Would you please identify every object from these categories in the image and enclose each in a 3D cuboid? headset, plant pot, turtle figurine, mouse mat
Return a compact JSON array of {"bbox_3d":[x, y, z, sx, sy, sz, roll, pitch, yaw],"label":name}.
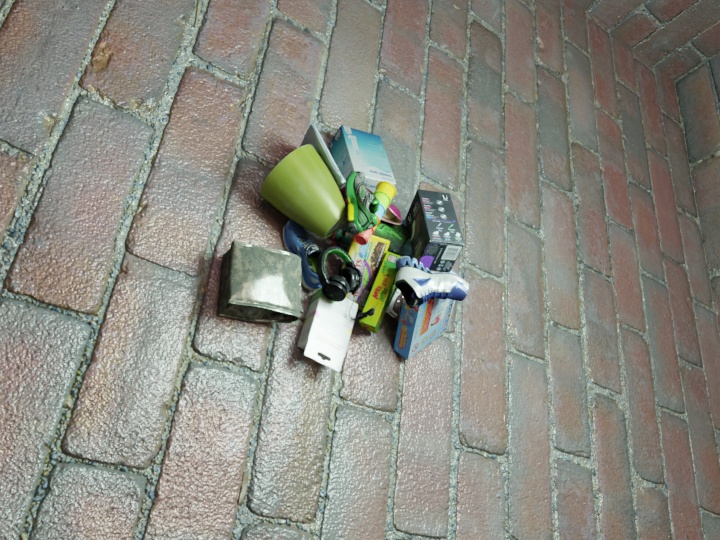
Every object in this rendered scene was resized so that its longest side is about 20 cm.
[{"bbox_3d":[-0.034,0.033,1.540,0.123,0.093,0.202,-30,97,-48],"label":"headset"},{"bbox_3d":[-0.127,-0.187,1.572,0.200,0.187,0.187,48,50,5],"label":"plant pot"},{"bbox_3d":[-0.010,-0.095,1.696,0.198,0.102,0.150,24,26,-9],"label":"turtle figurine"},{"bbox_3d":[0.048,-0.137,1.704,0.199,0.008,0.161,35,33,3],"label":"mouse mat"}]

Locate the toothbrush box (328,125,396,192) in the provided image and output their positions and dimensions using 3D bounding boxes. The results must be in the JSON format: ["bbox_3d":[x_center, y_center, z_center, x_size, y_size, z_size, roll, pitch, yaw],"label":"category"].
[{"bbox_3d":[0.004,-0.316,1.782,0.145,0.085,0.202,7,51,-33],"label":"toothbrush box"}]

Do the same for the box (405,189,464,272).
[{"bbox_3d":[0.204,-0.111,1.683,0.104,0.123,0.202,5,49,-16],"label":"box"}]

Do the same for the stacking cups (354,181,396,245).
[{"bbox_3d":[0.031,-0.152,1.604,0.060,0.060,0.201,39,54,-14],"label":"stacking cups"}]

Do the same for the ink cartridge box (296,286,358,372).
[{"bbox_3d":[-0.088,0.158,1.547,0.116,0.067,0.202,30,55,-21],"label":"ink cartridge box"}]

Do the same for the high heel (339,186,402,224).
[{"bbox_3d":[0.029,-0.176,1.672,0.198,0.068,0.096,20,22,-42],"label":"high heel"}]

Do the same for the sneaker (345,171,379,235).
[{"bbox_3d":[0.009,-0.177,1.558,0.078,0.084,0.202,68,14,-53],"label":"sneaker"}]

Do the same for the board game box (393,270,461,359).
[{"bbox_3d":[0.187,0.119,1.681,0.056,0.202,0.195,32,42,30],"label":"board game box"}]

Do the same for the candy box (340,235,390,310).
[{"bbox_3d":[0.000,0.000,1.622,0.101,0.026,0.203,18,98,-11],"label":"candy box"}]

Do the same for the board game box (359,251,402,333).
[{"bbox_3d":[0.057,0.061,1.627,0.047,0.102,0.202,20,77,10],"label":"board game box"}]

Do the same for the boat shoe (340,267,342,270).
[{"bbox_3d":[0.038,-0.002,1.708,0.198,0.065,0.075,-13,77,-38],"label":"boat shoe"}]

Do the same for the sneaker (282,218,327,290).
[{"bbox_3d":[-0.137,-0.053,1.589,0.078,0.089,0.202,-18,75,-39],"label":"sneaker"}]

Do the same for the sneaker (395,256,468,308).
[{"bbox_3d":[0.170,0.054,1.543,0.197,0.081,0.116,21,53,-2],"label":"sneaker"}]

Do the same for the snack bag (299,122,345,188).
[{"bbox_3d":[-0.109,-0.291,1.651,0.021,0.200,0.190,-26,86,-20],"label":"snack bag"}]

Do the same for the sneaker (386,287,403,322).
[{"bbox_3d":[0.143,0.072,1.755,0.116,0.075,0.201,46,62,-16],"label":"sneaker"}]

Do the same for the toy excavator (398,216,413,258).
[{"bbox_3d":[0.114,-0.111,1.800,0.198,0.100,0.197,-18,80,-30],"label":"toy excavator"}]

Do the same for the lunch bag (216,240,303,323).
[{"bbox_3d":[-0.236,0.035,1.465,0.197,0.117,0.166,11,63,-26],"label":"lunch bag"}]
